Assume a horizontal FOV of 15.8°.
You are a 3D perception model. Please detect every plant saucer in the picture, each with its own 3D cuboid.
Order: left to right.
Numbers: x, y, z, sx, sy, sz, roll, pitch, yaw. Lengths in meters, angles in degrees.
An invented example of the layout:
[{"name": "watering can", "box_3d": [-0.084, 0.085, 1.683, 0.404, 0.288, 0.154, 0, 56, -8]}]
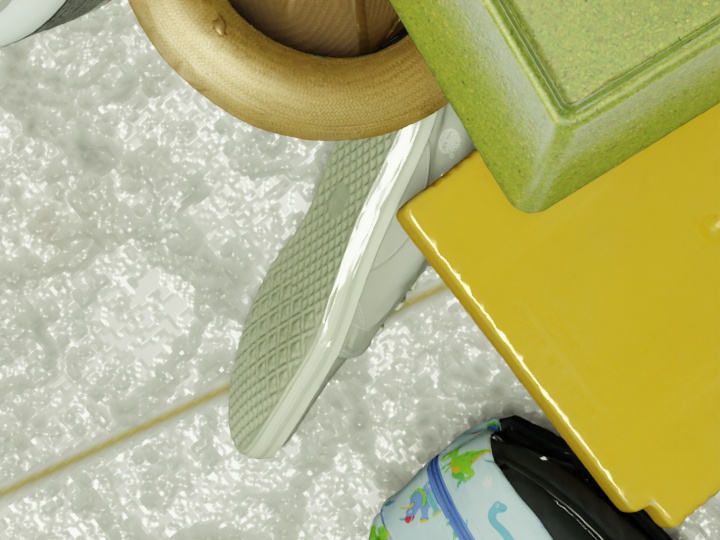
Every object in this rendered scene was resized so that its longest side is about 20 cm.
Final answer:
[{"name": "plant saucer", "box_3d": [0.101, -0.150, 1.017, 0.200, 0.048, 0.200, -31, 101, 3]}]

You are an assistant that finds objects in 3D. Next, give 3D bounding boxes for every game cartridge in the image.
[{"name": "game cartridge", "box_3d": [0.144, -0.016, 1.087, 0.200, 0.032, 0.177, -37, 92, -8]}]

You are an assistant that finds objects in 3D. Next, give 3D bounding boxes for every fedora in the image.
[{"name": "fedora", "box_3d": [-0.024, -0.148, 1.085, 0.200, 0.082, 0.202, 3, 80, -18]}]

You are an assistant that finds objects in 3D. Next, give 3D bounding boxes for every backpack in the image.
[{"name": "backpack", "box_3d": [0.091, 0.158, 1.106, 0.153, 0.163, 0.201, -29, 87, 21]}]

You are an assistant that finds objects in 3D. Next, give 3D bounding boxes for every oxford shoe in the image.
[{"name": "oxford shoe", "box_3d": [0.000, 0.000, 1.138, 0.058, 0.075, 0.201, 18, 108, -31]}]

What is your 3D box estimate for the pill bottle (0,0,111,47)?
[{"name": "pill bottle", "box_3d": [-0.155, -0.151, 1.063, 0.116, 0.200, 0.117, 2, 101, 8]}]
